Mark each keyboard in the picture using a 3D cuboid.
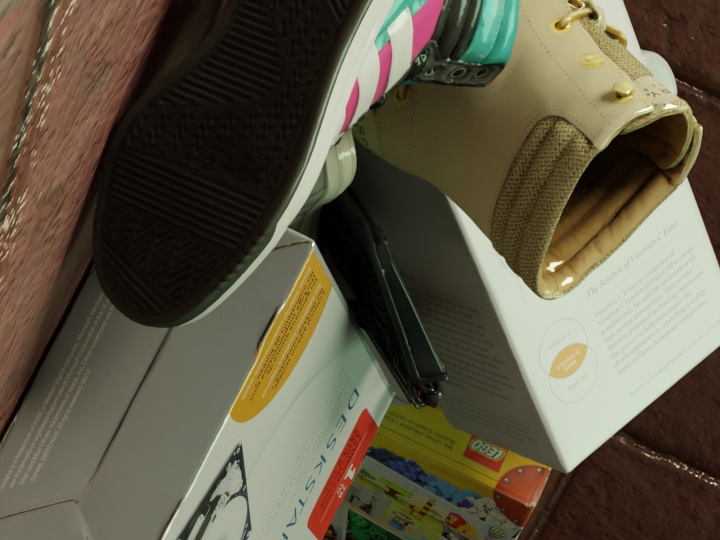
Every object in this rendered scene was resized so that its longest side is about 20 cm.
[{"bbox_3d":[0.000,0.000,0.947,0.021,0.128,0.200,-27,-155,-2],"label":"keyboard"}]

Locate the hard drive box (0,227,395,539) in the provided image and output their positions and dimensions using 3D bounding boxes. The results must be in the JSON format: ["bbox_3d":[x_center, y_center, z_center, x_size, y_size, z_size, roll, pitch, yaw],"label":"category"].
[{"bbox_3d":[-0.066,0.073,0.875,0.157,0.076,0.200,-63,163,-12],"label":"hard drive box"}]

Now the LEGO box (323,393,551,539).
[{"bbox_3d":[0.001,0.097,1.214,0.149,0.199,0.077,109,8,-52],"label":"LEGO box"}]

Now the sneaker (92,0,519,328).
[{"bbox_3d":[-0.011,-0.069,0.763,0.201,0.084,0.121,-59,155,16],"label":"sneaker"}]

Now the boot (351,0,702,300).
[{"bbox_3d":[0.079,-0.106,0.817,0.073,0.155,0.201,18,110,-47],"label":"boot"}]

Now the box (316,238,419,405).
[{"bbox_3d":[0.006,-0.024,1.128,0.060,0.116,0.200,59,46,-34],"label":"box"}]

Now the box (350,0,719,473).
[{"bbox_3d":[0.077,-0.029,1.014,0.124,0.201,0.097,-36,-152,-23],"label":"box"}]

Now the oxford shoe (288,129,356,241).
[{"bbox_3d":[-0.048,-0.035,0.902,0.057,0.076,0.200,-17,170,-14],"label":"oxford shoe"}]

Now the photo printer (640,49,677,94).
[{"bbox_3d":[0.063,-0.062,1.240,0.069,0.199,0.167,40,71,-46],"label":"photo printer"}]
